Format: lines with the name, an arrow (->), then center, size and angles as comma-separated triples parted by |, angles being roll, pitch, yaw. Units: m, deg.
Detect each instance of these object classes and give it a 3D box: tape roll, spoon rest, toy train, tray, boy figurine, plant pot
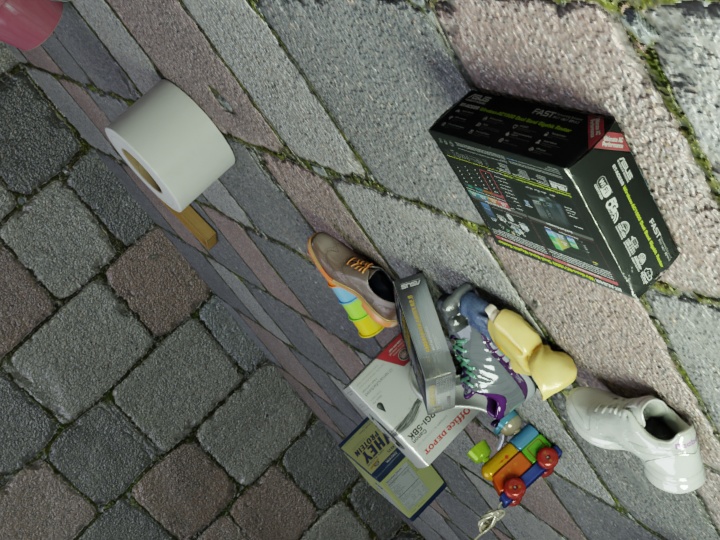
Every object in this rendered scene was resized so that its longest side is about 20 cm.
tape roll -> -0.344, -0.224, 1.976 | 0.203, 0.139, 0.203 | 43, 166, 13
spoon rest -> 0.168, 0.214, 1.810 | 0.200, 0.099, 0.061 | 35, 132, 4
toy train -> 0.209, 0.318, 1.710 | 0.116, 0.200, 0.085 | 47, 168, 18
tray -> -0.446, -0.144, 2.795 | 0.200, 0.037, 0.099 | 46, 168, 6
boy figurine -> 0.193, 0.096, 1.386 | 0.200, 0.064, 0.125 | 41, 164, 38
plant pot -> -0.674, -0.520, 2.071 | 0.200, 0.200, 0.179 | 34, 178, 43

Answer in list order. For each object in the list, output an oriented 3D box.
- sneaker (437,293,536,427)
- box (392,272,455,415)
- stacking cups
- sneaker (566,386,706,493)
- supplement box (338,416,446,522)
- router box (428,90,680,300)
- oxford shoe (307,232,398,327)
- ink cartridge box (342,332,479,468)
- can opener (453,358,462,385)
sneaker -> 0.160, 0.126, 1.523 | 0.200, 0.088, 0.074 | 49, 167, -13
box -> 0.096, 0.114, 1.633 | 0.200, 0.048, 0.159 | 78, 175, -68
stacking cups -> -0.028, 0.027, 1.908 | 0.200, 0.060, 0.060 | 55, 165, -26
sneaker -> 0.312, 0.167, 1.242 | 0.200, 0.075, 0.100 | 31, 142, 50
supplement box -> 0.083, 0.510, 2.851 | 0.200, 0.134, 0.200 | 29, 158, 54
router box -> 0.166, -0.071, 0.955 | 0.200, 0.062, 0.150 | 28, 157, 55
oxford shoe -> 0.000, 0.000, 1.746 | 0.200, 0.071, 0.073 | 41, 147, 7
ink cartridge box -> 0.091, 0.229, 1.934 | 0.200, 0.147, 0.083 | 45, 165, 2
can opener -> 0.160, 0.150, 1.717 | 0.200, 0.052, 0.067 | 161, 100, -75
